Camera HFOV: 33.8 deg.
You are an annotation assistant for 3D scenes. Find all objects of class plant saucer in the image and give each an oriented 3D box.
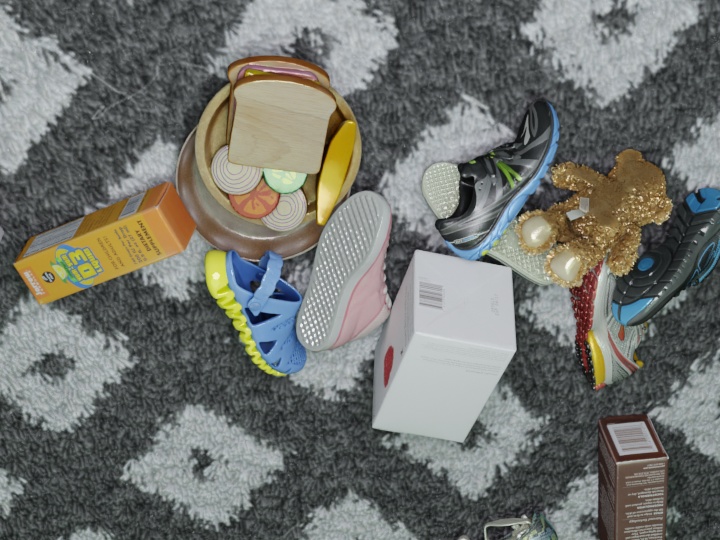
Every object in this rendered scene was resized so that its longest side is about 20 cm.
[{"bbox_3d":[-0.110,-0.106,1.352,0.198,0.032,0.202,-1,117,-2],"label":"plant saucer"}]

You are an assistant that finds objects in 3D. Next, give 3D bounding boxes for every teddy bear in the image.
[{"bbox_3d":[0.264,-0.056,1.352,0.144,0.200,0.067,30,149,14],"label":"teddy bear"}]

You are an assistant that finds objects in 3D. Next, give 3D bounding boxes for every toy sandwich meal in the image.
[{"bbox_3d":[-0.087,-0.130,1.284,0.203,0.070,0.207,-2,117,-3],"label":"toy sandwich meal"}]

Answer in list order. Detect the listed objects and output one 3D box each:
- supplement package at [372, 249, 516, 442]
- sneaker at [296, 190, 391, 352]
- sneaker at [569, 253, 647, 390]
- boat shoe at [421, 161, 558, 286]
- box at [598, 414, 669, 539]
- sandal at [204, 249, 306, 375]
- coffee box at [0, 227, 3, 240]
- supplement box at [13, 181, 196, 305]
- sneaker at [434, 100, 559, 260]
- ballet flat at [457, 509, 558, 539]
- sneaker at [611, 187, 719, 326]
[{"bbox_3d":[0.093,0.093,1.382,0.118,0.122,0.201,10,139,-9],"label":"supplement package"},{"bbox_3d":[0.000,0.000,1.386,0.104,0.075,0.202,-1,119,-53],"label":"sneaker"},{"bbox_3d":[0.304,0.049,1.446,0.081,0.078,0.201,-15,125,-5],"label":"sneaker"},{"bbox_3d":[0.151,-0.052,1.379,0.199,0.062,0.075,36,86,-4],"label":"boat shoe"},{"bbox_3d":[0.357,0.301,1.558,0.074,0.100,0.202,-5,118,-1],"label":"box"},{"bbox_3d":[-0.105,0.048,1.389,0.086,0.080,0.201,-17,133,13],"label":"sandal"},{"bbox_3d":[-0.533,-0.039,1.262,0.199,0.198,0.201,-26,115,7],"label":"coffee box"},{"bbox_3d":[-0.290,-0.029,1.344,0.198,0.069,0.067,-19,117,19],"label":"supplement box"},{"bbox_3d":[0.153,-0.108,1.317,0.082,0.071,0.200,35,85,-8],"label":"sneaker"},{"bbox_3d":[0.169,0.382,1.615,0.199,0.074,0.075,-25,117,7],"label":"ballet flat"},{"bbox_3d":[0.375,-0.001,1.387,0.200,0.073,0.082,-46,126,-11],"label":"sneaker"}]
